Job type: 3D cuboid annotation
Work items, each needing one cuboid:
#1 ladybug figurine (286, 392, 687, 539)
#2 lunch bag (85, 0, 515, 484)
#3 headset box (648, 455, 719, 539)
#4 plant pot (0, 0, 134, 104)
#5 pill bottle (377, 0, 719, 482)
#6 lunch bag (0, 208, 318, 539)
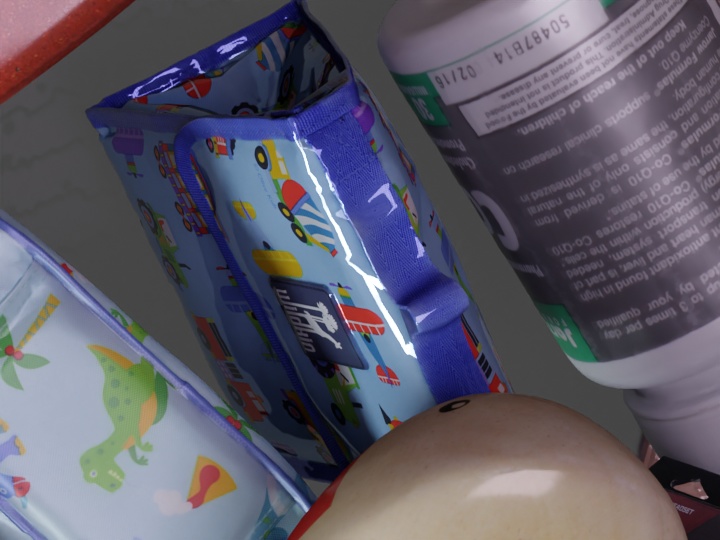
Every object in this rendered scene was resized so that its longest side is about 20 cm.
[{"bbox_3d":[0.026,0.110,0.922,0.135,0.072,0.200,9,130,-20],"label":"ladybug figurine"},{"bbox_3d":[0.000,0.000,1.007,0.094,0.200,0.151,-28,105,-12],"label":"lunch bag"},{"bbox_3d":[0.066,0.151,1.042,0.077,0.149,0.200,40,76,-34],"label":"headset box"},{"bbox_3d":[-0.100,-0.184,0.930,0.176,0.200,0.200,-28,106,2],"label":"plant pot"},{"bbox_3d":[0.102,-0.031,1.082,0.113,0.113,0.200,-36,106,-10],"label":"pill bottle"},{"bbox_3d":[-0.102,0.056,1.005,0.200,0.161,0.083,44,80,-16],"label":"lunch bag"}]
